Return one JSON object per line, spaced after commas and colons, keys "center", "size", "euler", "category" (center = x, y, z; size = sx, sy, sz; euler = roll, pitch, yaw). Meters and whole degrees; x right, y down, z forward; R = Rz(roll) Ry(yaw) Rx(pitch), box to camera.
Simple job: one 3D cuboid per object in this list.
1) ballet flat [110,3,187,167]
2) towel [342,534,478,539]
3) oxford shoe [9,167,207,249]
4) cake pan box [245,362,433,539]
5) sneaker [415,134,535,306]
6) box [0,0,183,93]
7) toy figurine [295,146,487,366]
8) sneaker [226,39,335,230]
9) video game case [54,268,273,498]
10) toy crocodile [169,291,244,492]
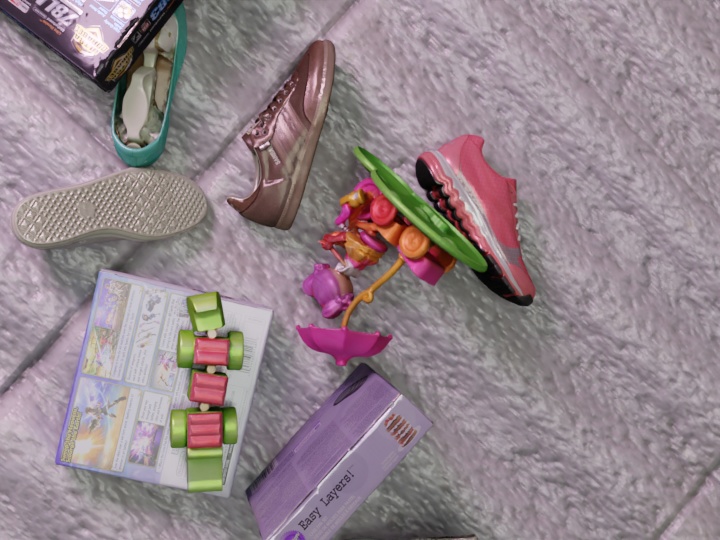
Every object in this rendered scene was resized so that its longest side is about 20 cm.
{"center": [-0.210, -0.203, 1.109], "size": [0.067, 0.070, 0.202], "euler": [6, 91, -8], "category": "ballet flat"}
{"center": [0.041, 0.376, 1.153], "size": [0.191, 0.035, 0.202], "euler": [-9, 86, 19], "category": "towel"}
{"center": [-0.253, -0.060, 1.119], "size": [0.199, 0.058, 0.076], "euler": [-11, 88, -25], "category": "oxford shoe"}
{"center": [-0.030, 0.191, 1.104], "size": [0.052, 0.184, 0.200], "euler": [44, 84, -10], "category": "cake pan box"}
{"center": [0.144, -0.056, 1.183], "size": [0.087, 0.074, 0.201], "euler": [-35, 100, -11], "category": "sneaker"}
{"center": [-0.260, -0.308, 1.073], "size": [0.200, 0.050, 0.199], "euler": [36, 87, 13], "category": "box"}
{"center": [0.000, 0.000, 1.135], "size": [0.184, 0.200, 0.150], "euler": [-49, 143, 11], "category": "toy figurine"}
{"center": [-0.080, -0.145, 1.137], "size": [0.075, 0.070, 0.202], "euler": [15, 89, -10], "category": "sneaker"}
{"center": [-0.200, 0.115, 1.139], "size": [0.180, 0.045, 0.202], "euler": [14, 90, -13], "category": "video game case"}
{"center": [-0.151, 0.120, 1.095], "size": [0.067, 0.062, 0.202], "euler": [4, 92, -12], "category": "toy crocodile"}
